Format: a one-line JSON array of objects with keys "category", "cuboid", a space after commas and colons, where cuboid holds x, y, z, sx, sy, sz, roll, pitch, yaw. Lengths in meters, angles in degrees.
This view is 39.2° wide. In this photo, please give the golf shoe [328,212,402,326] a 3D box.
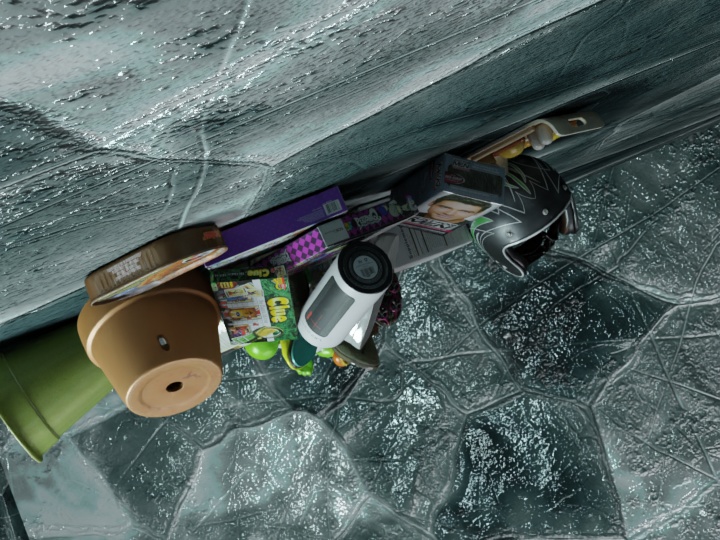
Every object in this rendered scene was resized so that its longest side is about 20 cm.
[{"category": "golf shoe", "cuboid": [0.000, 0.000, 1.620, 0.073, 0.200, 0.092, -26, 178, -26]}]

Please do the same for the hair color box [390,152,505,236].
[{"category": "hair color box", "cuboid": [0.126, -0.110, 1.519, 0.099, 0.061, 0.200, 11, 165, -19]}]

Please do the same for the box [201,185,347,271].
[{"category": "box", "cuboid": [-0.119, -0.052, 1.367, 0.200, 0.039, 0.137, -22, 177, -6]}]

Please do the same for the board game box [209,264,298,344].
[{"category": "board game box", "cuboid": [-0.146, 0.052, 1.430, 0.105, 0.023, 0.200, -8, 152, -2]}]

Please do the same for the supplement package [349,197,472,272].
[{"category": "supplement package", "cuboid": [0.066, -0.062, 1.734, 0.200, 0.120, 0.121, -19, 177, -32]}]

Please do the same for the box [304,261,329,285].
[{"category": "box", "cuboid": [-0.153, 0.010, 1.736, 0.200, 0.097, 0.176, -24, 174, 24]}]

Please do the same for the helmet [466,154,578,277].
[{"category": "helmet", "cuboid": [0.270, -0.105, 1.736, 0.200, 0.200, 0.191, -22, 138, 7]}]

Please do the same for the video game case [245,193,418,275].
[{"category": "video game case", "cuboid": [-0.044, -0.040, 1.423, 0.181, 0.036, 0.200, -23, 178, -40]}]

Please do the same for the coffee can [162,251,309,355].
[{"category": "coffee can", "cuboid": [-0.199, 0.049, 1.583, 0.200, 0.146, 0.146, -23, 177, 25]}]

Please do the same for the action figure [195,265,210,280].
[{"category": "action figure", "cuboid": [-0.281, 0.026, 1.487, 0.200, 0.055, 0.118, -26, 176, -2]}]

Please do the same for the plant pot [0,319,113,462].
[{"category": "plant pot", "cuboid": [-0.493, 0.174, 1.643, 0.190, 0.200, 0.200, -34, 180, -14]}]

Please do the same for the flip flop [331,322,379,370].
[{"category": "flip flop", "cuboid": [0.000, 0.085, 1.637, 0.200, 0.081, 0.058, -87, -160, -54]}]

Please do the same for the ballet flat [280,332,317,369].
[{"category": "ballet flat", "cuboid": [-0.093, 0.091, 1.625, 0.067, 0.067, 0.200, -7, -147, 29]}]

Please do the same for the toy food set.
[{"category": "toy food set", "cuboid": [0.258, -0.181, 1.545, 0.200, 0.060, 0.143, -24, 176, 43]}]

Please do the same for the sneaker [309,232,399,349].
[{"category": "sneaker", "cuboid": [-0.019, 0.015, 1.527, 0.074, 0.116, 0.200, -42, 155, -59]}]

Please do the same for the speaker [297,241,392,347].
[{"category": "speaker", "cuboid": [-0.025, 0.038, 1.417, 0.081, 0.081, 0.200, -20, 164, -28]}]

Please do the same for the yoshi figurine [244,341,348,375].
[{"category": "yoshi figurine", "cuboid": [-0.118, 0.122, 1.727, 0.200, 0.112, 0.112, 5, 178, 32]}]

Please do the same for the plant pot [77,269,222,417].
[{"category": "plant pot", "cuboid": [-0.279, 0.110, 1.411, 0.200, 0.140, 0.200, -18, 145, -13]}]

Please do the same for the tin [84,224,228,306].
[{"category": "tin", "cuboid": [-0.256, -0.006, 1.253, 0.200, 0.042, 0.112, -23, -179, 27]}]
